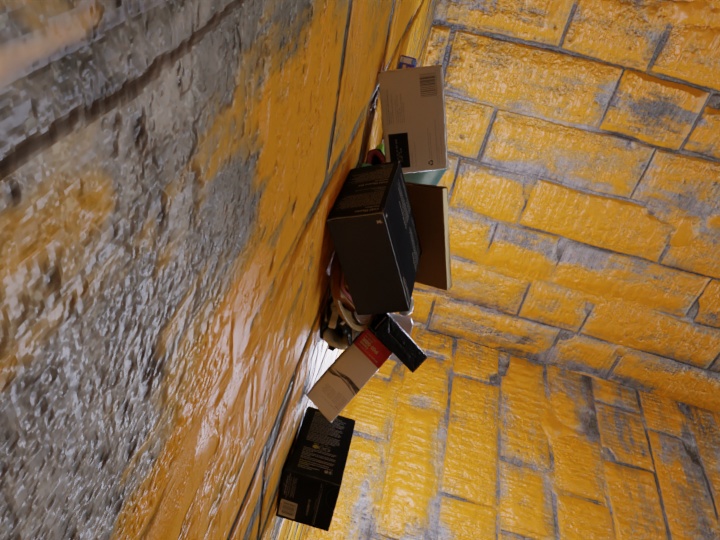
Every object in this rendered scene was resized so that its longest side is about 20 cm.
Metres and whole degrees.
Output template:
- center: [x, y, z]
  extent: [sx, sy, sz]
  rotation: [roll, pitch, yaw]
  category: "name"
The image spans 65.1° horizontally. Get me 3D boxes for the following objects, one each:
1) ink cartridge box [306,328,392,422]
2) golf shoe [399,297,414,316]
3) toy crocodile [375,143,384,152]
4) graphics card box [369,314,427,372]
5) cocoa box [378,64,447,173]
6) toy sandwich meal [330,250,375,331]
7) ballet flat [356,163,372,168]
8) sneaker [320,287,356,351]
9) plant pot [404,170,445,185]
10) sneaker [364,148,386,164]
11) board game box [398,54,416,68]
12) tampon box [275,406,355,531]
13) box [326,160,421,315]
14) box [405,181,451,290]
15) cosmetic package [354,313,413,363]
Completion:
- center: [-0.024, 0.227, 1.271]
  extent: [0.200, 0.083, 0.147]
  rotation: [-48, 177, -4]
  category: "ink cartridge box"
- center: [0.066, 0.052, 1.327]
  extent: [0.092, 0.075, 0.202]
  rotation: [-46, 136, -19]
  category: "golf shoe"
- center: [0.037, -0.206, 1.353]
  extent: [0.068, 0.060, 0.203]
  rotation: [-71, 173, -52]
  category: "toy crocodile"
- center: [0.069, 0.139, 1.247]
  extent: [0.051, 0.126, 0.200]
  rotation: [-43, -169, 1]
  category: "graphics card box"
- center: [0.113, -0.314, 1.179]
  extent: [0.131, 0.130, 0.205]
  rotation: [-63, 148, -71]
  category: "cocoa box"
- center: [0.004, 0.023, 1.142]
  extent: [0.204, 0.069, 0.210]
  rotation: [31, 54, -57]
  category: "toy sandwich meal"
- center: [0.009, -0.121, 1.183]
  extent: [0.068, 0.069, 0.204]
  rotation: [-68, 172, -64]
  category: "ballet flat"
- center: [-0.046, 0.127, 1.235]
  extent: [0.200, 0.078, 0.132]
  rotation: [98, 9, -60]
  category: "sneaker"
- center: [0.132, -0.275, 1.633]
  extent: [0.163, 0.198, 0.201]
  rotation: [-62, 174, -8]
  category: "plant pot"
- center: [0.039, -0.169, 1.223]
  extent: [0.095, 0.077, 0.205]
  rotation: [77, 5, -80]
  category: "sneaker"
- center: [0.123, -0.517, 1.614]
  extent: [0.200, 0.044, 0.138]
  rotation: [-49, 152, -82]
  category: "board game box"
- center: [-0.097, 0.442, 1.276]
  extent: [0.201, 0.123, 0.153]
  rotation: [-70, 174, -63]
  category: "tampon box"
- center: [0.032, -0.059, 1.009]
  extent: [0.184, 0.102, 0.203]
  rotation: [-71, 149, -53]
  category: "box"
- center: [0.112, -0.072, 1.126]
  extent: [0.021, 0.162, 0.205]
  rotation: [-21, 115, -38]
  category: "box"
- center: [0.023, 0.147, 1.391]
  extent: [0.071, 0.195, 0.104]
  rotation: [-80, -175, -81]
  category: "cosmetic package"
